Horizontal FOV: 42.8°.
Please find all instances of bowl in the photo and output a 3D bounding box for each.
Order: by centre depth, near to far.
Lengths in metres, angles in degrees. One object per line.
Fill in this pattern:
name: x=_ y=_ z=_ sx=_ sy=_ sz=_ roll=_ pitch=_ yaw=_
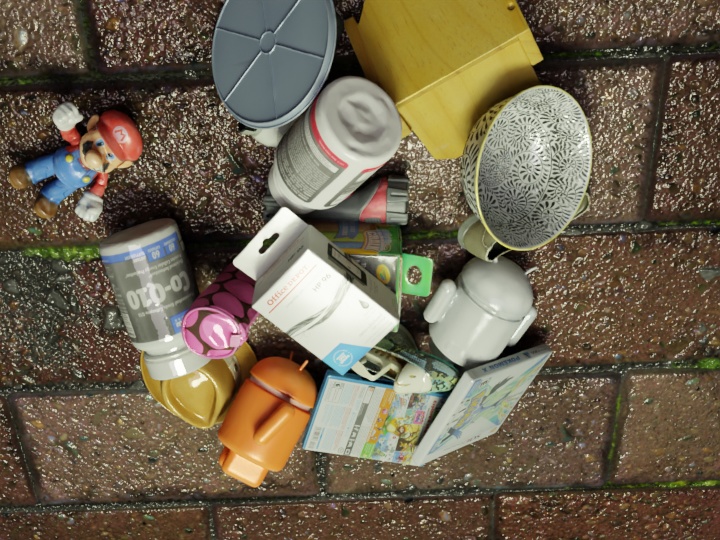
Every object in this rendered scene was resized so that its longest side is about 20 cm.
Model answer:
bowl: x=0.192 y=-0.136 z=1.164 sx=0.198 sy=0.094 sz=0.205 roll=-12 pitch=111 yaw=-32

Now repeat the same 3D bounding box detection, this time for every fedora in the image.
fedora: x=-0.248 y=0.173 z=1.400 sx=0.196 sy=0.082 sz=0.204 roll=0 pitch=122 yaw=0

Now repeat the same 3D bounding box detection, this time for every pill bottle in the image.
pill bottle: x=-0.041 y=-0.143 z=1.126 sx=0.110 sy=0.112 sz=0.200 roll=29 pitch=150 yaw=-16
pill bottle: x=-0.279 y=0.040 z=1.278 sx=0.112 sy=0.114 sz=0.203 roll=-14 pitch=106 yaw=8

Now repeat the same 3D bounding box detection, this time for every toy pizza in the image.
toy pizza: x=-0.102 y=-0.270 z=1.103 sx=0.201 sy=0.201 sz=0.031 roll=-48 pitch=152 yaw=25

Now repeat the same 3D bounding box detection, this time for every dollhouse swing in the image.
dollhouse swing: x=0.119 y=-0.268 z=1.167 sx=0.198 sy=0.175 sz=0.184 roll=-27 pitch=76 yaw=16

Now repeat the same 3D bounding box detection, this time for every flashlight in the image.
flashlight: x=-0.031 y=-0.100 z=1.254 sx=0.196 sy=0.068 sz=0.069 roll=4 pitch=116 yaw=3

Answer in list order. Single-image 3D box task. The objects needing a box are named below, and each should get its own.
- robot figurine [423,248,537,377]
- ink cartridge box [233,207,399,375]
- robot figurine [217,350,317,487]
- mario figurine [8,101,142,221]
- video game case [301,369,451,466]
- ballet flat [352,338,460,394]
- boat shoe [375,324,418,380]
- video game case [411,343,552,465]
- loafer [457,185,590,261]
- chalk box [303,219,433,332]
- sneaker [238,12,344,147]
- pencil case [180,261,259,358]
robot figurine: x=0.173 y=0.061 z=1.318 sx=0.167 sy=0.114 sz=0.202 roll=13 pitch=122 yaw=-27
ink cartridge box: x=-0.059 y=0.028 z=1.180 sx=0.199 sy=0.068 sz=0.116 roll=38 pitch=112 yaw=-20
robot figurine: x=-0.136 y=0.217 z=1.373 sx=0.115 sy=0.144 sz=0.202 roll=25 pitch=83 yaw=23
mario figurine: x=-0.371 y=-0.138 z=1.197 sx=0.198 sy=0.108 sz=0.123 roll=-26 pitch=153 yaw=23
video game case: x=0.024 y=0.224 z=1.380 sx=0.196 sy=0.018 sz=0.145 roll=11 pitch=119 yaw=-15
ballet flat: x=0.044 y=0.140 z=1.315 sx=0.197 sy=0.074 sz=0.075 roll=22 pitch=122 yaw=13
boat shoe: x=0.059 y=0.146 z=1.396 sx=0.074 sy=0.065 sz=0.203 roll=-31 pitch=116 yaw=17
video game case: x=0.182 y=0.201 z=1.378 sx=0.180 sy=0.022 sz=0.202 roll=-13 pitch=141 yaw=-39
loafer: x=0.231 y=-0.061 z=1.245 sx=0.197 sy=0.070 sz=0.076 roll=-24 pitch=139 yaw=-8
chalk box: x=0.000 y=0.000 z=1.277 sx=0.196 sy=0.124 sz=0.126 roll=2 pitch=120 yaw=-2
sneaker: x=-0.068 y=-0.237 z=1.170 sx=0.088 sy=0.075 sz=0.200 roll=27 pitch=124 yaw=-26
pencil case: x=-0.172 y=0.049 z=1.260 sx=0.092 sy=0.200 sz=0.092 roll=26 pitch=115 yaw=1
